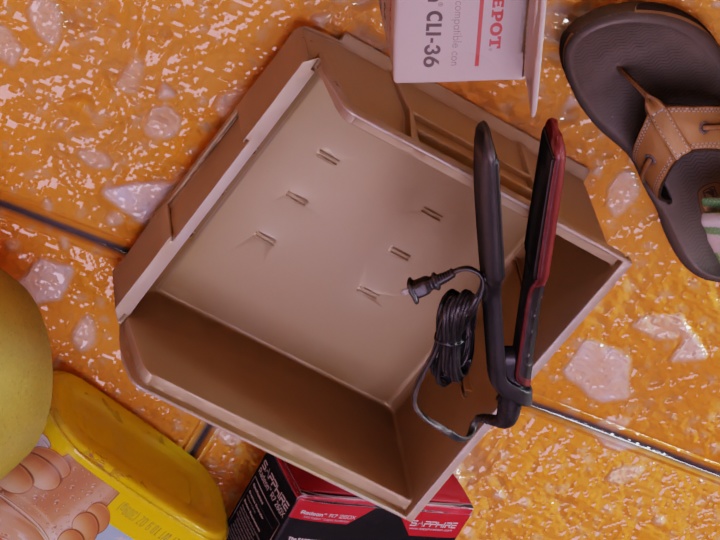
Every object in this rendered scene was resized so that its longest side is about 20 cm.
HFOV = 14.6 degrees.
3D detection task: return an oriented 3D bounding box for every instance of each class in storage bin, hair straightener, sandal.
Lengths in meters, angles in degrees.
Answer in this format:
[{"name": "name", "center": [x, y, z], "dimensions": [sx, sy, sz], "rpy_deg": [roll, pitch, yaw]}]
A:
[{"name": "storage bin", "center": [0.000, 0.000, 1.500], "dimensions": [0.198, 0.094, 0.200], "rpy_deg": [27, 117, -24]}, {"name": "hair straightener", "center": [0.057, 0.010, 1.442], "dimensions": [0.077, 0.041, 0.200], "rpy_deg": [0, 129, -8]}, {"name": "sandal", "center": [0.172, -0.062, 1.504], "dimensions": [0.081, 0.055, 0.200], "rpy_deg": [-22, 125, 8]}]

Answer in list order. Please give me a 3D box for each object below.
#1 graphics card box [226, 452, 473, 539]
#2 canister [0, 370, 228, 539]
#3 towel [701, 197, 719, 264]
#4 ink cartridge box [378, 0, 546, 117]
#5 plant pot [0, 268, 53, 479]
[{"name": "graphics card box", "center": [-0.035, 0.192, 1.637], "dimensions": [0.125, 0.051, 0.200], "rpy_deg": [7, 124, -35]}, {"name": "canister", "center": [-0.191, 0.165, 1.595], "dimensions": [0.200, 0.087, 0.148], "rpy_deg": [-42, 120, 18]}, {"name": "towel", "center": [0.279, 0.022, 1.533], "dimensions": [0.152, 0.023, 0.200], "rpy_deg": [0, 146, 26]}, {"name": "ink cartridge box", "center": [0.043, -0.168, 1.324], "dimensions": [0.067, 0.200, 0.117], "rpy_deg": [-3, 125, -6]}, {"name": "plant pot", "center": [-0.245, 0.054, 1.465], "dimensions": [0.142, 0.200, 0.200], "rpy_deg": [-3, 130, -38]}]
